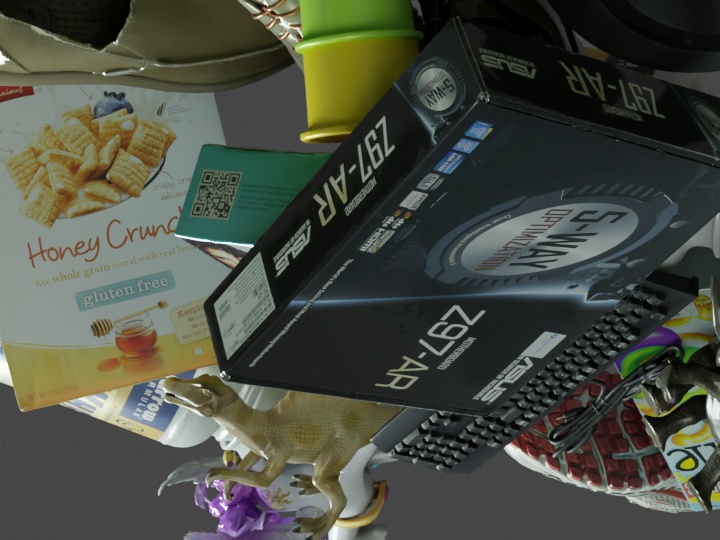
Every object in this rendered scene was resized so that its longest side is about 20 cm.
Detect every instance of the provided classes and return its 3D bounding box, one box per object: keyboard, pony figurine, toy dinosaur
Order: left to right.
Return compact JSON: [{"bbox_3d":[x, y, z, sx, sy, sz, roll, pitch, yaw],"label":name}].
[{"bbox_3d":[-0.050,0.147,1.197,0.193,0.167,0.200,3,126,1],"label":"pony figurine"},{"bbox_3d":[-0.017,0.096,0.998,0.200,0.058,0.101,1,123,-29],"label":"toy dinosaur"},{"bbox_3d":[0.105,0.059,0.930,0.127,0.021,0.200,11,143,-32],"label":"keyboard"},{"bbox_3d":[0.199,0.058,0.902,0.102,0.077,0.200,-26,125,-6],"label":"toy dinosaur"}]

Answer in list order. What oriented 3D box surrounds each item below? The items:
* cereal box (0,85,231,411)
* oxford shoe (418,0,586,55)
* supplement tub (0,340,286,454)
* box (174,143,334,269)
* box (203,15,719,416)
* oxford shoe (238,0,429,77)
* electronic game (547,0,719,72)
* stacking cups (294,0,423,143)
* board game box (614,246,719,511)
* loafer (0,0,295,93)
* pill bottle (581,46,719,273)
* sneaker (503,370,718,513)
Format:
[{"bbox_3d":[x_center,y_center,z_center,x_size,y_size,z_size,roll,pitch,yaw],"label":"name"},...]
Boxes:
[{"bbox_3d":[-0.136,-0.038,0.942,0.144,0.040,0.200,-14,102,-3],"label":"cereal box"},{"bbox_3d":[0.055,-0.135,0.798,0.073,0.084,0.200,-25,91,18],"label":"oxford shoe"},{"bbox_3d":[-0.133,0.019,1.048,0.200,0.145,0.144,22,141,-10],"label":"supplement tub"},{"bbox_3d":[0.000,0.000,0.893,0.082,0.049,0.200,7,163,35],"label":"box"},{"bbox_3d":[0.049,-0.013,0.775,0.160,0.044,0.200,12,137,-36],"label":"box"},{"bbox_3d":[-0.025,-0.119,0.829,0.071,0.074,0.200,-28,91,42],"label":"oxford shoe"},{"bbox_3d":[0.161,-0.176,0.756,0.200,0.042,0.200,-7,125,-10],"label":"electronic game"},{"bbox_3d":[-0.003,-0.158,0.774,0.060,0.200,0.061,-3,179,0],"label":"stacking cups"},{"bbox_3d":[0.210,0.036,1.001,0.103,0.105,0.200,-10,137,25],"label":"board game box"},{"bbox_3d":[-0.106,-0.128,0.866,0.200,0.076,0.067,-10,170,-15],"label":"loafer"},{"bbox_3d":[0.114,-0.057,0.894,0.200,0.111,0.111,9,142,15],"label":"pill bottle"},{"bbox_3d":[0.174,0.120,1.120,0.200,0.078,0.082,14,150,-19],"label":"sneaker"}]
